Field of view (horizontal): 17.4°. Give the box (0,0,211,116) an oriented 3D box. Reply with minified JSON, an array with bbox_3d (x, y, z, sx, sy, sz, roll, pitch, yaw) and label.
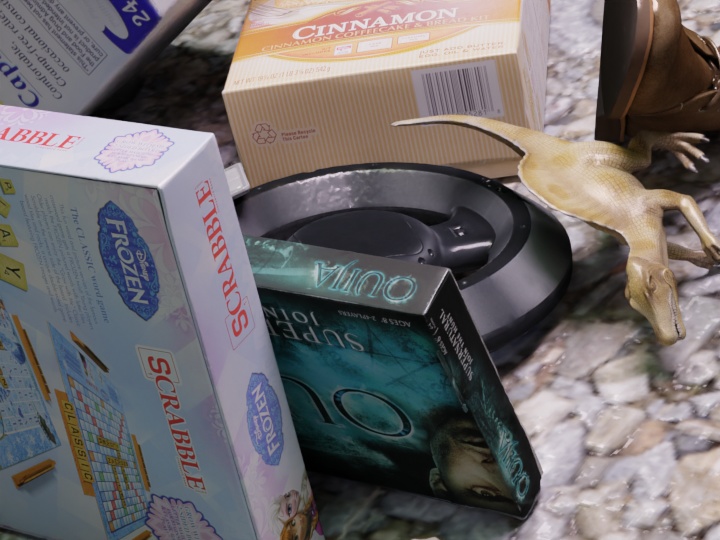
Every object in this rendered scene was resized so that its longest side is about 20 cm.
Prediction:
[{"bbox_3d":[-0.137,-0.166,1.265,0.200,0.105,0.184,-39,6,46],"label":"box"}]

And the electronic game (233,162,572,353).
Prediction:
[{"bbox_3d":[0.000,0.000,1.099,0.198,0.042,0.200,-5,26,2],"label":"electronic game"}]

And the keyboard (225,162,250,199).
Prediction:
[{"bbox_3d":[-0.146,-0.004,1.144,0.199,0.011,0.056,-25,10,-1],"label":"keyboard"}]

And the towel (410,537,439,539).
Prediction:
[{"bbox_3d":[0.018,0.174,0.719,0.192,0.035,0.200,-20,53,-40],"label":"towel"}]

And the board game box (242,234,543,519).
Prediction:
[{"bbox_3d":[-0.032,0.037,0.965,0.199,0.136,0.028,10,55,33],"label":"board game box"}]

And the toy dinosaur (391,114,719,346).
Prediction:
[{"bbox_3d":[0.107,-0.042,1.075,0.101,0.059,0.200,-1,32,-38],"label":"toy dinosaur"}]

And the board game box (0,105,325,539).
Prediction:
[{"bbox_3d":[-0.124,0.027,0.951,0.198,0.201,0.041,10,40,31],"label":"board game box"}]

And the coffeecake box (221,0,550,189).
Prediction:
[{"bbox_3d":[0.020,-0.122,1.258,0.152,0.073,0.200,-7,31,11],"label":"coffeecake box"}]

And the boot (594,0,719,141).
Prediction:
[{"bbox_3d":[0.149,-0.100,1.107,0.075,0.074,0.200,6,-5,7],"label":"boot"}]
